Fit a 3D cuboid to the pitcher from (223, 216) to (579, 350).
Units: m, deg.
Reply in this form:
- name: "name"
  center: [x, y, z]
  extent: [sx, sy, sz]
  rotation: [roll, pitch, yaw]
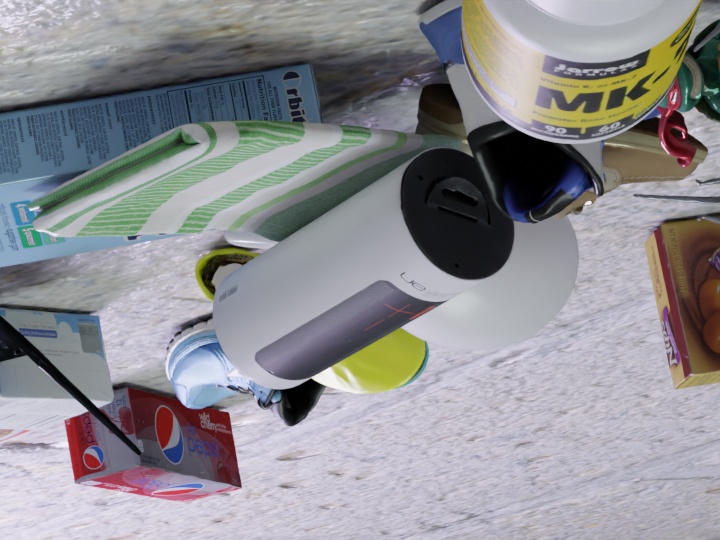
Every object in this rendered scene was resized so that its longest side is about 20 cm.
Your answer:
- name: "pitcher"
  center: [0.029, -0.016, 1.857]
  extent: [0.171, 0.122, 0.200]
  rotation: [7, 179, 39]

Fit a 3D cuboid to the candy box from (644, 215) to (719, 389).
- name: "candy box"
  center: [0.320, 0.013, 2.173]
  extent: [0.199, 0.117, 0.056]
  rotation: [-8, 167, -12]

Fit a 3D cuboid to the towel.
- name: "towel"
  center: [-0.064, -0.048, 1.638]
  extent: [0.152, 0.023, 0.200]
  rotation: [-25, 161, 40]

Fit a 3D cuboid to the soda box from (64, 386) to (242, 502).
- name: "soda box"
  center: [-0.170, 0.145, 2.440]
  extent: [0.063, 0.070, 0.200]
  rotation: [-16, 165, 19]

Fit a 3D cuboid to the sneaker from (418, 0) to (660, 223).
- name: "sneaker"
  center: [0.106, -0.080, 1.625]
  extent: [0.080, 0.116, 0.199]
  rotation: [-18, 165, 32]

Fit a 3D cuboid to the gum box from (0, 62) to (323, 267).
- name: "gum box"
  center: [-0.123, -0.058, 1.691]
  extent: [0.199, 0.045, 0.170]
  rotation: [-9, 166, -4]

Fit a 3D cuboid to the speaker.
- name: "speaker"
  center: [0.000, 0.000, 1.687]
  extent: [0.081, 0.081, 0.200]
  rotation: [0, 161, -37]

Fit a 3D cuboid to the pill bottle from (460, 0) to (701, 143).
- name: "pill bottle"
  center: [0.105, -0.139, 1.387]
  extent: [0.114, 0.115, 0.200]
  rotation: [-10, 167, -1]

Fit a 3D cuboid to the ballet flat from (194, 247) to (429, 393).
- name: "ballet flat"
  center: [-0.041, 0.029, 1.942]
  extent: [0.067, 0.067, 0.200]
  rotation: [30, 176, -43]

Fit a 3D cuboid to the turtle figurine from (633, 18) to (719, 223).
- name: "turtle figurine"
  center: [0.231, -0.112, 1.617]
  extent: [0.199, 0.150, 0.101]
  rotation: [-13, -157, -8]

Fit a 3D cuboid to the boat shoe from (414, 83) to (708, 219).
- name: "boat shoe"
  center: [0.114, -0.067, 1.743]
  extent: [0.200, 0.065, 0.071]
  rotation: [5, -161, -30]

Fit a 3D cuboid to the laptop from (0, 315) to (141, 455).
- name: "laptop"
  center: [-0.268, 0.068, 1.914]
  extent: [0.199, 0.104, 0.177]
  rotation: [-14, 154, 13]

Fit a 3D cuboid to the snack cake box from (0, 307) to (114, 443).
- name: "snack cake box"
  center: [-0.288, 0.086, 2.115]
  extent: [0.200, 0.067, 0.115]
  rotation: [-20, 165, 36]

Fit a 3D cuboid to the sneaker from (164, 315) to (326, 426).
- name: "sneaker"
  center: [-0.075, 0.075, 2.178]
  extent: [0.078, 0.090, 0.200]
  rotation: [0, 164, -38]
